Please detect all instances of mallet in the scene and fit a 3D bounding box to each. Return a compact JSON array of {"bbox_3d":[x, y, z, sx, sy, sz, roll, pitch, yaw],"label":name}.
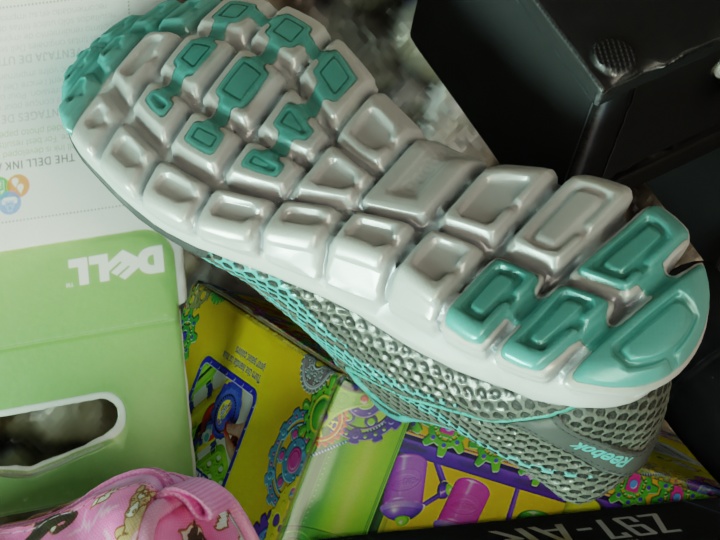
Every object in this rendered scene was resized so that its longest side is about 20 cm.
[{"bbox_3d":[0.158,0.008,0.896,0.200,0.066,0.041,-25,156,-43],"label":"mallet"}]

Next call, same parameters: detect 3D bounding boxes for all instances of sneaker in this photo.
[{"bbox_3d":[0.000,0.000,0.756,0.078,0.200,0.091,-44,150,-26],"label":"sneaker"}]

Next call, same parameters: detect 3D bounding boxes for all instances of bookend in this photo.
[{"bbox_3d":[0.104,-0.064,0.818,0.199,0.092,0.199,-24,155,-23],"label":"bookend"}]

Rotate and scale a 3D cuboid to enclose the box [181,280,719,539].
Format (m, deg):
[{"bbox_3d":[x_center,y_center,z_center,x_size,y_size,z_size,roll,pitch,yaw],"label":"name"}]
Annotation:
[{"bbox_3d":[0.022,0.132,0.881,0.199,0.122,0.193,19,94,-27],"label":"box"}]

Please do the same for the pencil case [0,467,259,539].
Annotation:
[{"bbox_3d":[-0.115,0.113,0.781,0.199,0.083,0.087,-15,128,24],"label":"pencil case"}]

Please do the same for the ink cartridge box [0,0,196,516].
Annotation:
[{"bbox_3d":[-0.109,-0.033,0.818,0.103,0.059,0.201,-9,106,-22],"label":"ink cartridge box"}]

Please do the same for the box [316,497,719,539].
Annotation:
[{"bbox_3d":[0.062,0.170,0.817,0.160,0.044,0.201,-3,105,-23],"label":"box"}]
